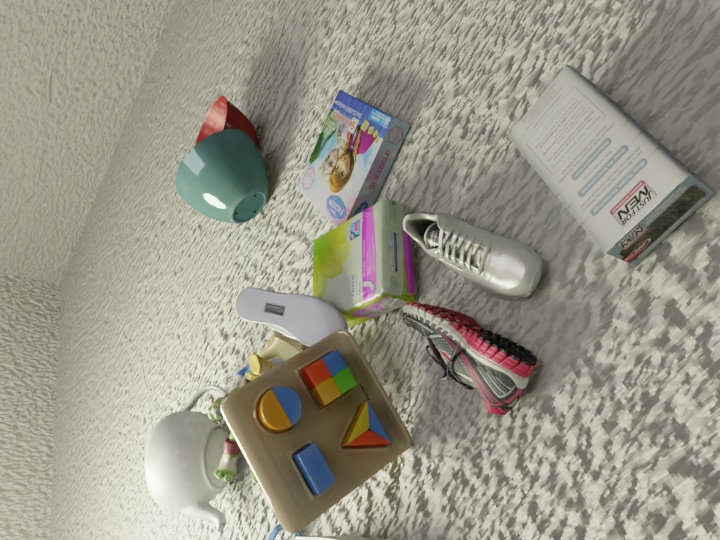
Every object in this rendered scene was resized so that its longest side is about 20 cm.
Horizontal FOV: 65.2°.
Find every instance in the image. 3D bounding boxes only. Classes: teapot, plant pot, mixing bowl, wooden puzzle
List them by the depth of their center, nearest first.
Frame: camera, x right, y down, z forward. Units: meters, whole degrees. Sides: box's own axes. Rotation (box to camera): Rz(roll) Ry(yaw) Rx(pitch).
[{"bbox_3d":[-0.051,0.197,0.722,0.187,0.198,0.046,58,157,8],"label":"wooden puzzle"},{"bbox_3d":[-0.309,0.360,1.094,0.144,0.198,0.203,-11,109,13],"label":"teapot"},{"bbox_3d":[-0.277,-0.182,1.221,0.135,0.199,0.201,47,119,17],"label":"plant pot"},{"bbox_3d":[-0.316,-0.299,1.348,0.199,0.107,0.203,-30,51,45],"label":"mixing bowl"}]

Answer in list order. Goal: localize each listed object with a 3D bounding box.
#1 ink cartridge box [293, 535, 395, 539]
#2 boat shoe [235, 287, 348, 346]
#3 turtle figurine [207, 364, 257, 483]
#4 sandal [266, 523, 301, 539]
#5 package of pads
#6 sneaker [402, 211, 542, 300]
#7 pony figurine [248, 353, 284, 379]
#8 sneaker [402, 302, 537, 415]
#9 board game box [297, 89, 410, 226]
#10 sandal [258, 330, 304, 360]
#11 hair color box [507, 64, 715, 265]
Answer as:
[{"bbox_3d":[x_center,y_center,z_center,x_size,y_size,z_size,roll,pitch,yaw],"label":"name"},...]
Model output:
[{"bbox_3d":[-0.020,0.454,0.728,0.144,0.083,0.203,-25,59,47],"label":"ink cartridge box"},{"bbox_3d":[-0.097,0.068,0.866,0.198,0.065,0.075,19,87,27],"label":"boat shoe"},{"bbox_3d":[-0.184,0.269,0.954,0.199,0.143,0.197,18,102,47],"label":"turtle figurine"},{"bbox_3d":[-0.144,0.475,0.900,0.200,0.079,0.088,-45,42,23],"label":"sandal"},{"bbox_3d":[0.000,0.000,0.867,0.199,0.067,0.157,-25,59,50],"label":"package of pads"},{"bbox_3d":[0.132,-0.022,0.692,0.199,0.080,0.077,31,101,51],"label":"sneaker"},{"bbox_3d":[-0.071,0.199,0.824,0.166,0.199,0.196,-28,72,36],"label":"pony figurine"},{"bbox_3d":[0.113,0.095,0.677,0.199,0.080,0.076,33,107,52],"label":"sneaker"},{"bbox_3d":[-0.021,-0.192,0.982,0.200,0.041,0.202,44,113,50],"label":"board game box"},{"bbox_3d":[-0.126,0.131,1.002,0.070,0.077,0.213,-56,-3,-42],"label":"sandal"},{"bbox_3d":[0.248,-0.114,0.585,0.099,0.060,0.201,-51,42,30],"label":"hair color box"}]
